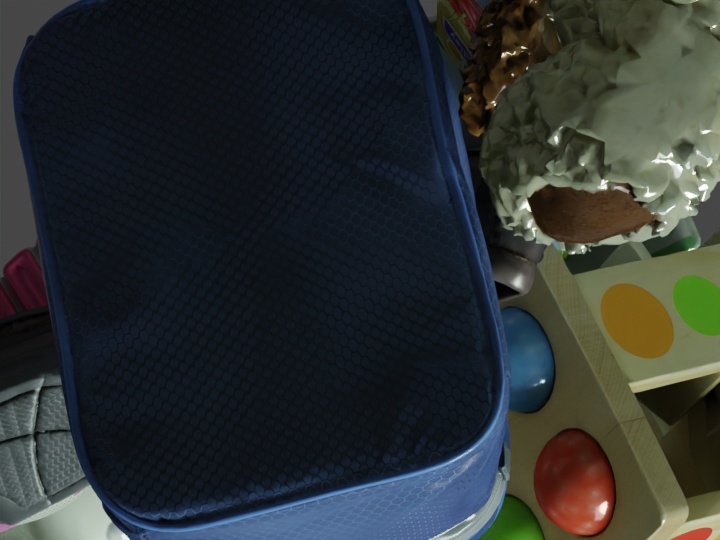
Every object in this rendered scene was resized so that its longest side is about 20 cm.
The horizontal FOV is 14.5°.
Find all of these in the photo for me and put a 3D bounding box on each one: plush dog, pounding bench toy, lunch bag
[{"bbox_3d":[0.114,-0.098,0.887,0.199,0.162,0.172,-13,-177,-9],"label":"plush dog"},{"bbox_3d":[0.093,0.083,1.166,0.155,0.125,0.200,-11,154,-35],"label":"pounding bench toy"},{"bbox_3d":[-0.025,0.014,0.896,0.135,0.201,0.132,-11,163,1],"label":"lunch bag"}]

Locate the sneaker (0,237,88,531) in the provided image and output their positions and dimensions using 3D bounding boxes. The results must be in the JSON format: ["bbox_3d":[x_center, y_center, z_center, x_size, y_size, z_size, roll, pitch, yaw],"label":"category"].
[{"bbox_3d":[-0.121,0.045,1.088,0.199,0.082,0.088,-28,164,11],"label":"sneaker"}]

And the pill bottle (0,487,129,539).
[{"bbox_3d":[-0.095,0.077,1.192,0.199,0.111,0.111,-25,166,-14],"label":"pill bottle"}]

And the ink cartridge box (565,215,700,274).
[{"bbox_3d":[0.068,-0.002,1.308,0.145,0.088,0.200,-27,174,-4],"label":"ink cartridge box"}]

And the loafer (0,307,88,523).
[{"bbox_3d":[-0.172,0.069,1.007,0.199,0.072,0.063,-22,-146,9],"label":"loafer"}]

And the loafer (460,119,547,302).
[{"bbox_3d":[0.000,0.000,1.065,0.072,0.063,0.200,21,152,-31],"label":"loafer"}]

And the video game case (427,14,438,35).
[{"bbox_3d":[0.009,-0.061,1.142,0.199,0.018,0.143,-21,164,-41],"label":"video game case"}]

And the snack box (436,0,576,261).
[{"bbox_3d":[0.113,-0.093,1.095,0.168,0.068,0.200,-33,161,-11],"label":"snack box"}]
